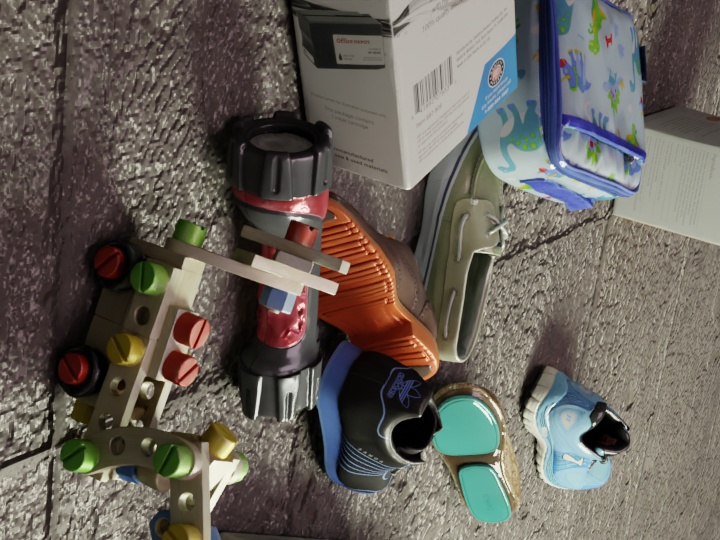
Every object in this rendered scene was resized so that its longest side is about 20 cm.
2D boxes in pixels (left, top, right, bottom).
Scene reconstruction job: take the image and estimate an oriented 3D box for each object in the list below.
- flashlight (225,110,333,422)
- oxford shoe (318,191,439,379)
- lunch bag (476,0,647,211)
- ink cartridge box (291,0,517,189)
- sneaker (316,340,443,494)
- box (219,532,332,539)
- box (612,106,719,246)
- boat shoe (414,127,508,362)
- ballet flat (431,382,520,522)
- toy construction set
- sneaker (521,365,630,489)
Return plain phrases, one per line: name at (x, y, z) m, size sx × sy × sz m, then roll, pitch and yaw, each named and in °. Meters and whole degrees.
flashlight at (-0.053, 0.003, 0.888) m, size 0.068 × 0.067 × 0.201 m, roll -94°, pitch -172°, yaw -61°
oxford shoe at (0.000, 0.000, 0.985) m, size 0.200 × 0.071 × 0.073 m, roll 60°, pitch 27°, yaw -48°
lunch bag at (0.158, -0.134, 1.089) m, size 0.200 × 0.082 × 0.162 m, roll 13°, pitch 76°, yaw -60°
ink cartridge box at (0.029, -0.178, 0.895) m, size 0.145 × 0.084 × 0.201 m, roll -44°, pitch 141°, yaw -38°
sneaker at (0.020, 0.123, 1.028) m, size 0.070 × 0.078 × 0.200 m, roll -60°, pitch 160°, yaw -22°
box at (-0.032, 0.239, 1.034) m, size 0.200 × 0.082 × 0.069 m, roll 24°, pitch 85°, yaw -58°
box at (0.368, -0.085, 1.377) m, size 0.124 × 0.199 × 0.098 m, roll -20°, pitch 123°, yaw -52°
boat shoe at (0.083, -0.026, 1.087) m, size 0.072 × 0.062 × 0.201 m, roll 7°, pitch 99°, yaw -59°
ballet flat at (0.098, 0.142, 1.221) m, size 0.200 × 0.070 × 0.065 m, roll 75°, pitch 17°, yaw -47°
toy construction set at (-0.094, 0.050, 0.777) m, size 0.201 × 0.131 × 0.092 m, roll -63°, pitch 149°, yaw -13°
sneaker at (0.223, 0.173, 1.394) m, size 0.079 × 0.090 × 0.200 m, roll -60°, pitch 149°, yaw -18°
